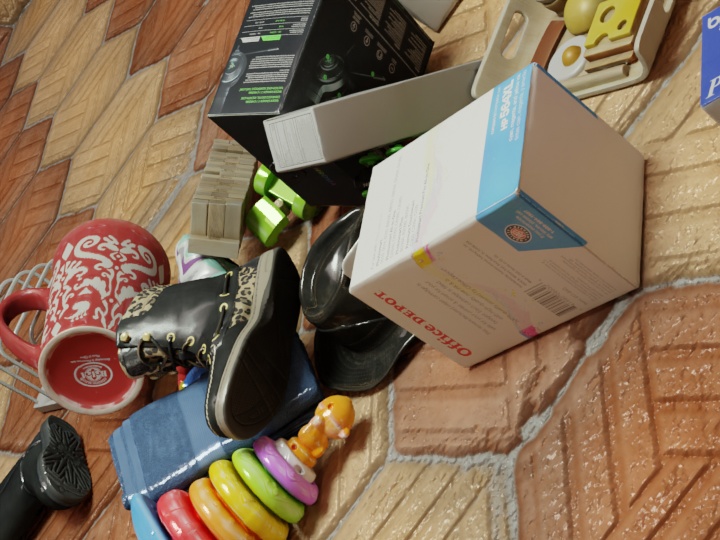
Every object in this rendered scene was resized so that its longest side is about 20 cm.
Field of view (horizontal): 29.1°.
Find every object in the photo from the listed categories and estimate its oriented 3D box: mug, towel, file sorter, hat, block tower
[{"bbox_3d":[-0.288,0.063,1.467,0.177,0.134,0.201,-34,27,15],"label":"mug"},{"bbox_3d":[-0.123,0.135,1.209,0.199,0.049,0.112,-31,42,5],"label":"towel"},{"bbox_3d":[-0.362,0.071,1.658,0.199,0.124,0.140,-16,47,52],"label":"file sorter"},{"bbox_3d":[0.000,0.000,1.192,0.200,0.081,0.202,-40,31,30],"label":"hat"},{"bbox_3d":[-0.143,-0.080,1.470,0.201,0.053,0.058,-87,3,-64],"label":"block tower"}]

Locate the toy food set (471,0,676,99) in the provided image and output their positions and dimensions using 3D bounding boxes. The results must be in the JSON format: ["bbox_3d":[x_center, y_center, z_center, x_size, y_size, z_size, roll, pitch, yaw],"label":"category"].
[{"bbox_3d":[0.183,-0.217,1.145,0.199,0.060,0.145,-8,54,56],"label":"toy food set"}]

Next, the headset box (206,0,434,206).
[{"bbox_3d":[-0.034,-0.175,1.301,0.092,0.174,0.202,3,67,37],"label":"headset box"}]

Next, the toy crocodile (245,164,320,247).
[{"bbox_3d":[-0.050,-0.114,1.421,0.067,0.062,0.201,28,83,20],"label":"toy crocodile"}]

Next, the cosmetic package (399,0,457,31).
[{"bbox_3d":[0.051,-0.332,1.465,0.102,0.071,0.200,-53,28,8],"label":"cosmetic package"}]

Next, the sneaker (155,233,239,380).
[{"bbox_3d":[-0.176,0.049,1.429,0.141,0.077,0.200,-56,26,3],"label":"sneaker"}]

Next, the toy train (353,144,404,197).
[{"bbox_3d":[0.083,-0.093,1.146,0.198,0.056,0.042,-14,77,36],"label":"toy train"}]

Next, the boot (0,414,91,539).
[{"bbox_3d":[-0.383,0.278,1.535,0.200,0.065,0.165,-49,20,8],"label":"boot"}]

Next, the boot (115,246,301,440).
[{"bbox_3d":[-0.137,0.070,1.186,0.149,0.073,0.201,-12,43,23],"label":"boot"}]

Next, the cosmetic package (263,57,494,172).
[{"bbox_3d":[0.022,-0.134,1.201,0.198,0.051,0.082,-20,10,-33],"label":"cosmetic package"}]

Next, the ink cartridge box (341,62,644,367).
[{"bbox_3d":[0.092,-0.031,1.025,0.199,0.128,0.126,-29,38,41],"label":"ink cartridge box"}]

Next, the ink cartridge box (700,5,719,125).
[{"bbox_3d":[0.314,-0.172,0.904,0.199,0.044,0.095,-31,36,41],"label":"ink cartridge box"}]

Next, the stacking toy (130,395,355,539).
[{"bbox_3d":[-0.078,0.176,1.132,0.200,0.110,0.116,-45,44,-1],"label":"stacking toy"}]

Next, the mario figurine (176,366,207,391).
[{"bbox_3d":[-0.149,0.123,1.281,0.201,0.106,0.124,-51,30,7],"label":"mario figurine"}]
